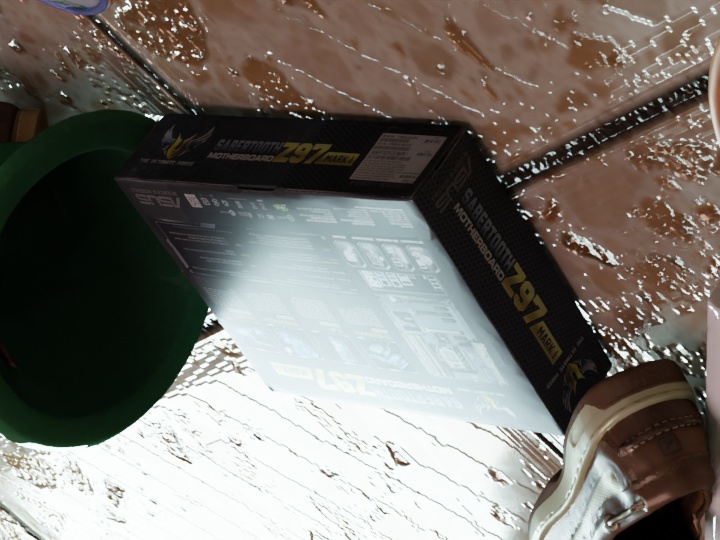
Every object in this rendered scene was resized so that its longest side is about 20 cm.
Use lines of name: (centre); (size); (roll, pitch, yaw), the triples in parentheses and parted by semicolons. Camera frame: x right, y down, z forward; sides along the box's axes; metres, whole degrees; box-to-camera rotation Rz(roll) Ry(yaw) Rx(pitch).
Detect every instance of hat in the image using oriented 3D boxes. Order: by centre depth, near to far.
hat: (-0.193, -0.025, 1.253); (0.176, 0.166, 0.200); (21, 141, 40)

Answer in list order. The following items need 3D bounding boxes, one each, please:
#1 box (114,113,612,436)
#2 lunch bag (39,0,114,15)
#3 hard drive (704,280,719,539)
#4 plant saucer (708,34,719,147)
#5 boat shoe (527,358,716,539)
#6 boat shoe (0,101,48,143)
box: (0.000, 0.000, 1.169); (0.200, 0.051, 0.158); (6, 140, 45)
lunch bag: (-0.156, -0.202, 1.010); (0.160, 0.076, 0.200); (29, 153, 20)
hard drive: (0.212, 0.089, 1.084); (0.132, 0.026, 0.200); (25, 151, 23)
plant saucer: (0.216, -0.039, 0.863); (0.200, 0.037, 0.200); (29, 152, 17)
boat shoe: (0.124, 0.121, 1.157); (0.202, 0.075, 0.075); (87, 159, -61)
boat shoe: (-0.196, -0.019, 1.341); (0.070, 0.070, 0.200); (1, 139, 2)
